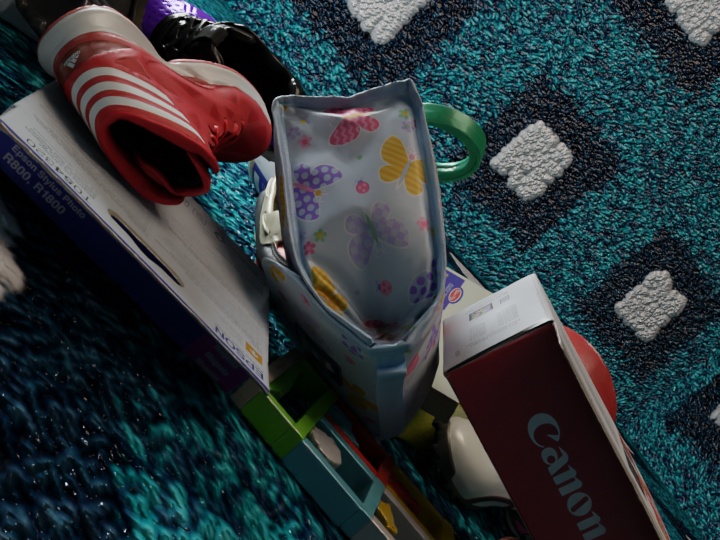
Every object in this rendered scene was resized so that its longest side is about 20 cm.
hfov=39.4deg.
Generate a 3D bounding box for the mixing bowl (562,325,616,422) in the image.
[{"bbox_3d":[0.179,0.124,0.996,0.200,0.108,0.201,44,-27,29],"label":"mixing bowl"}]

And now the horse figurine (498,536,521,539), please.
[{"bbox_3d":[0.123,0.242,0.693,0.133,0.050,0.200,52,9,-16],"label":"horse figurine"}]

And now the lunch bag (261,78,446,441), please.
[{"bbox_3d":[0.000,0.000,0.698,0.170,0.126,0.202,83,-2,-65],"label":"lunch bag"}]

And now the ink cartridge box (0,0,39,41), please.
[{"bbox_3d":[-0.266,-0.305,0.818,0.200,0.145,0.083,51,9,20],"label":"ink cartridge box"}]

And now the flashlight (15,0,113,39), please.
[{"bbox_3d":[-0.166,-0.132,0.712,0.200,0.067,0.069,57,39,-66],"label":"flashlight"}]

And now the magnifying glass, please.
[{"bbox_3d":[0.021,-0.084,0.798,0.079,0.023,0.199,30,-29,-26],"label":"magnifying glass"}]

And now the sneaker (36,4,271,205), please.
[{"bbox_3d":[-0.110,-0.077,0.635,0.199,0.078,0.116,15,42,-56],"label":"sneaker"}]

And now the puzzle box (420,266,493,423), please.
[{"bbox_3d":[0.051,0.045,0.881,0.132,0.026,0.200,30,29,8],"label":"puzzle box"}]

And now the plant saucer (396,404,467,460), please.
[{"bbox_3d":[0.035,0.087,0.939,0.200,0.048,0.200,40,12,-46],"label":"plant saucer"}]

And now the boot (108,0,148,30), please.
[{"bbox_3d":[-0.229,-0.196,0.687,0.072,0.183,0.200,39,31,14],"label":"boot"}]

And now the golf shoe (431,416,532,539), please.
[{"bbox_3d":[0.136,0.175,0.874,0.200,0.088,0.078,39,39,-37],"label":"golf shoe"}]

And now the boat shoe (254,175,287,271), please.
[{"bbox_3d":[-0.056,-0.032,0.882,0.070,0.063,0.200,12,19,-17],"label":"boat shoe"}]

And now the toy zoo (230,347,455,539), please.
[{"bbox_3d":[0.004,0.139,0.641,0.200,0.020,0.131,49,8,2],"label":"toy zoo"}]

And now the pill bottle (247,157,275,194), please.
[{"bbox_3d":[-0.031,-0.070,1.053,0.120,0.120,0.201,38,14,-48],"label":"pill bottle"}]

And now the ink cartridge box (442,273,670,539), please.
[{"bbox_3d":[0.136,0.124,0.689,0.201,0.083,0.176,61,10,-8],"label":"ink cartridge box"}]

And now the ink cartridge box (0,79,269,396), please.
[{"bbox_3d":[-0.131,-0.021,0.593,0.197,0.043,0.200,48,9,-16],"label":"ink cartridge box"}]

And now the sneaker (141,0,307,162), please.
[{"bbox_3d":[-0.116,-0.169,0.777,0.199,0.070,0.100,34,-11,7],"label":"sneaker"}]
